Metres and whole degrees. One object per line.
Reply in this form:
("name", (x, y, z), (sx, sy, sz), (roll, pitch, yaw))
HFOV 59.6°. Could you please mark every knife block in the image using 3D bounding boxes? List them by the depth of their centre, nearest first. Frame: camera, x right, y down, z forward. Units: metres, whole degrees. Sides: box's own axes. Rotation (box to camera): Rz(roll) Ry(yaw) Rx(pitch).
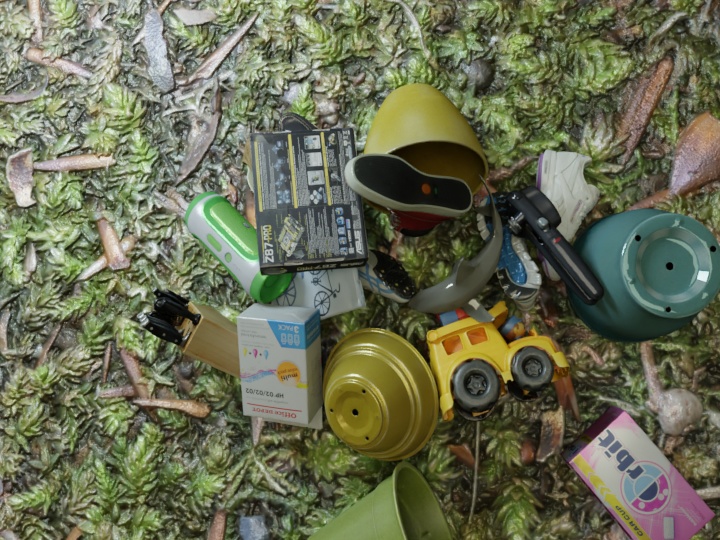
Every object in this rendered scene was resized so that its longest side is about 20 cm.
("knife block", (-0.242, 0.104, 0.973), (0.197, 0.176, 0.065), (33, 89, 8))

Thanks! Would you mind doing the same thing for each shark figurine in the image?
("shark figurine", (0.163, -0.019, 0.912), (0.127, 0.089, 0.218), (31, 86, 36))

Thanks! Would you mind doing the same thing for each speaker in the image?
("speaker", (-0.196, -0.039, 1.008), (0.199, 0.088, 0.089), (42, 90, 24))

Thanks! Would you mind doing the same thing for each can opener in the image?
("can opener", (0.276, -0.038, 0.897), (0.078, 0.063, 0.203), (-33, 67, 2))

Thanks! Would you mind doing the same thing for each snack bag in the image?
("snack bag", (-0.078, -0.014, 0.990), (0.197, 0.021, 0.195), (-20, 74, 36))

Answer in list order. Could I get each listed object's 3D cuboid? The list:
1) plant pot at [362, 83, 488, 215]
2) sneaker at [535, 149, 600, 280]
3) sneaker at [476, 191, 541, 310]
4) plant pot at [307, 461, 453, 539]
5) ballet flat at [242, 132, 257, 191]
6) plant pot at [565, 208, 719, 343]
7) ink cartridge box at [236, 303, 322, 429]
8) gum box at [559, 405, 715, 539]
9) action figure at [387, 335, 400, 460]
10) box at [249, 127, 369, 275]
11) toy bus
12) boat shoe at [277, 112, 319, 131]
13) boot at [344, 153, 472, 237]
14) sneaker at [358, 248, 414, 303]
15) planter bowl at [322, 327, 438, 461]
("plant pot", (0.088, -0.196, 0.970), (0.194, 0.201, 0.146), (-8, 64, 6))
("sneaker", (0.320, -0.087, 0.972), (0.096, 0.075, 0.207), (2, 85, 13))
("sneaker", (0.232, -0.028, 0.986), (0.073, 0.087, 0.205), (-14, 60, 13))
("plant pot", (0.021, 0.416, 0.921), (0.187, 0.199, 0.204), (-28, 82, 15))
("ballet flat", (-0.146, -0.141, 1.017), (0.073, 0.067, 0.201), (-54, 51, 24))
("plant pot", (0.410, 0.002, 0.900), (0.193, 0.188, 0.207), (-1, 85, 7))
("ink cartridge box", (-0.121, 0.161, 0.967), (0.112, 0.068, 0.206), (4, 107, 17))
("gum box", (0.409, 0.320, 0.931), (0.113, 0.066, 0.201), (-41, 82, 1))
("action figure", (0.033, 0.189, 0.990), (0.127, 0.069, 0.205), (-23, 79, 11))
("box", (-0.076, -0.102, 0.913), (0.156, 0.049, 0.206), (-5, 76, -10))
("toy bus", (0.192, 0.114, 0.956), (0.195, 0.136, 0.197), (-18, 67, 3))
("boat shoe", (-0.076, -0.185, 1.037), (0.072, 0.063, 0.203), (-34, 82, 3))
("boot", (0.046, -0.099, 0.922), (0.195, 0.144, 0.075), (13, 69, -25))
("sneaker", (0.000, 0.000, 1.007), (0.197, 0.071, 0.074), (30, 124, 20))
("planter bowl", (0.009, 0.194, 0.912), (0.195, 0.083, 0.207), (5, 101, 29))
